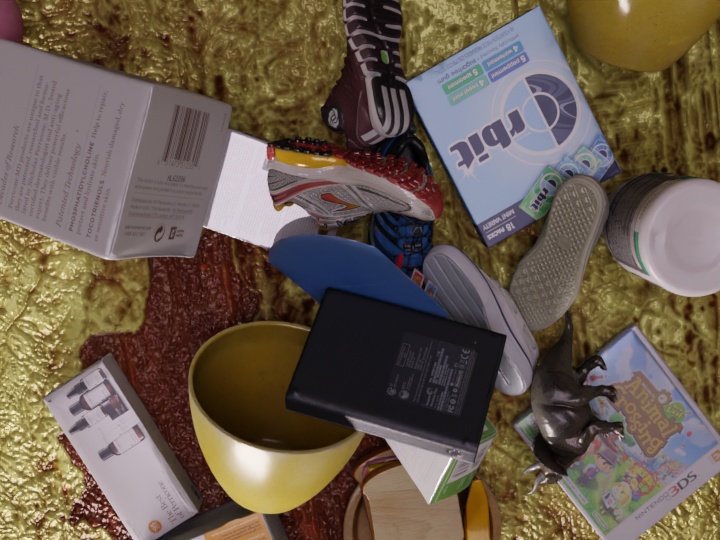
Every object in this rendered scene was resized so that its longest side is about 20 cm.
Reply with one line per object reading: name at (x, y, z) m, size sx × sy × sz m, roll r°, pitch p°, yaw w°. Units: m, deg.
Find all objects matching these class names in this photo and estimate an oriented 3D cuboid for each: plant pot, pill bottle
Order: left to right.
plant pot at (-0.091, 0.173, 1.156) m, size 0.196 × 0.201 × 0.144 m, roll 10°, pitch 125°, yaw -3°
plant pot at (0.288, -0.291, 1.102) m, size 0.196 × 0.201 × 0.144 m, roll 10°, pitch 122°, yaw -3°
pill bottle at (0.317, -0.043, 1.120) m, size 0.111 × 0.200 × 0.115 m, roll 0°, pitch 98°, yaw -2°

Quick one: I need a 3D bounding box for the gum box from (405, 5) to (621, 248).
gum box at (0.164, -0.155, 1.180) m, size 0.168 × 0.045 × 0.202 m, roll -29°, pitch 97°, yaw 2°

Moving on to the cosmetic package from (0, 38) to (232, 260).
cosmetic package at (-0.265, -0.119, 1.080) m, size 0.197 × 0.167 × 0.169 m, roll 19°, pitch 98°, yaw 20°

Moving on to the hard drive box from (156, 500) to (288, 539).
hard drive box at (-0.140, 0.374, 1.222) m, size 0.154 × 0.077 × 0.203 m, roll -23°, pitch 98°, yaw 2°

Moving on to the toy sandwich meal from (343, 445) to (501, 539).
toy sandwich meal at (0.071, 0.293, 1.220) m, size 0.201 × 0.070 × 0.209 m, roll 0°, pitch 97°, yaw -2°

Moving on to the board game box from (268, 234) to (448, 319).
board game box at (0.000, 0.000, 1.134) m, size 0.200 × 0.156 × 0.039 m, roll 41°, pitch 58°, yaw -39°

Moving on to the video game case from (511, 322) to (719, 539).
video game case at (0.302, 0.194, 1.239) m, size 0.181 × 0.022 × 0.201 m, roll -39°, pitch 97°, yaw 3°

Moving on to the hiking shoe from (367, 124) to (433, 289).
hiking shoe at (0.046, -0.053, 1.163) m, size 0.073 × 0.087 × 0.204 m, roll -10°, pitch 98°, yaw -10°

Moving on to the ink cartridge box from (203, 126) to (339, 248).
ink cartridge box at (-0.114, -0.087, 1.178) m, size 0.197 × 0.050 × 0.111 m, roll 19°, pitch 96°, yaw -5°

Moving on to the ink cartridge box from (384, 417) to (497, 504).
ink cartridge box at (0.055, 0.135, 1.161) m, size 0.059 × 0.105 × 0.201 m, roll -17°, pitch 55°, yaw -31°

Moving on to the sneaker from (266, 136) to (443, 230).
sneaker at (-0.006, -0.080, 1.107) m, size 0.197 × 0.078 × 0.084 m, roll 15°, pitch 111°, yaw 24°

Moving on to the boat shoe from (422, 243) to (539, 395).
boat shoe at (0.133, 0.043, 1.184) m, size 0.073 × 0.067 × 0.202 m, roll -8°, pitch 123°, yaw 39°

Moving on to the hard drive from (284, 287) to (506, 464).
hard drive at (0.037, 0.102, 1.094) m, size 0.197 × 0.033 × 0.141 m, roll 15°, pitch 56°, yaw 9°

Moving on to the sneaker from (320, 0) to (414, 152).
sneaker at (-0.010, -0.219, 1.156) m, size 0.075 × 0.115 × 0.204 m, roll 10°, pitch 64°, yaw -36°

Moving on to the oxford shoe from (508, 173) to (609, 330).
oxford shoe at (0.218, -0.019, 1.172) m, size 0.074 × 0.058 × 0.202 m, roll 28°, pitch 124°, yaw 15°

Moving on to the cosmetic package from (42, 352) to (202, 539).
cosmetic package at (-0.264, 0.202, 1.209) m, size 0.082 × 0.051 × 0.202 m, roll -31°, pitch 97°, yaw 3°

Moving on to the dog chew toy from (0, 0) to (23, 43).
dog chew toy at (-0.401, -0.201, 1.122) m, size 0.122 × 0.125 × 0.204 m, roll -10°, pitch 105°, yaw 0°

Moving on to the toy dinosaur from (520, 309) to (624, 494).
toy dinosaur at (0.227, 0.147, 1.182) m, size 0.100 × 0.077 × 0.204 m, roll -8°, pitch 100°, yaw -7°
